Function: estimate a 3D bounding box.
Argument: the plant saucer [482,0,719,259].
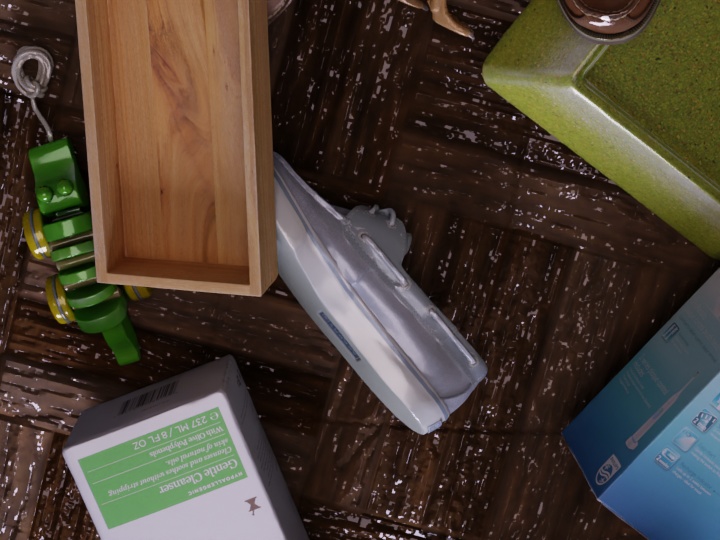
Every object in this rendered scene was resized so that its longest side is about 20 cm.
[{"bbox_3d":[0.204,-0.126,0.940,0.200,0.048,0.200,35,102,-18],"label":"plant saucer"}]

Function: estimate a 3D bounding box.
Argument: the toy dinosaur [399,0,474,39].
[{"bbox_3d":[0.048,-0.194,0.931,0.200,0.060,0.106,13,111,-32],"label":"toy dinosaur"}]

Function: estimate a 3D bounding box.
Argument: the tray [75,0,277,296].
[{"bbox_3d":[-0.099,-0.089,0.918,0.098,0.037,0.201,5,111,15],"label":"tray"}]

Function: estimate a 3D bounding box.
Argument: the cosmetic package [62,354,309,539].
[{"bbox_3d":[-0.090,0.167,1.018,0.107,0.085,0.201,-22,101,4],"label":"cosmetic package"}]

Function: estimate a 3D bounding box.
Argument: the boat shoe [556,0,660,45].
[{"bbox_3d":[0.133,-0.221,0.872,0.072,0.068,0.201,4,81,8],"label":"boat shoe"}]

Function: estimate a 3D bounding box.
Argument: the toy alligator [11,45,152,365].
[{"bbox_3d":[-0.170,-0.032,0.985,0.059,0.054,0.201,-16,103,5],"label":"toy alligator"}]

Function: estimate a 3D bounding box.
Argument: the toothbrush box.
[{"bbox_3d":[0.242,0.081,0.976,0.146,0.085,0.200,37,103,-21],"label":"toothbrush box"}]

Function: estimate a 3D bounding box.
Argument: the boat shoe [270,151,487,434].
[{"bbox_3d":[0.001,0.000,0.991,0.071,0.070,0.201,-39,96,-14],"label":"boat shoe"}]

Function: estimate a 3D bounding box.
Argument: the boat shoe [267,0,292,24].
[{"bbox_3d":[-0.119,-0.210,0.930,0.200,0.074,0.076,43,101,-8],"label":"boat shoe"}]
